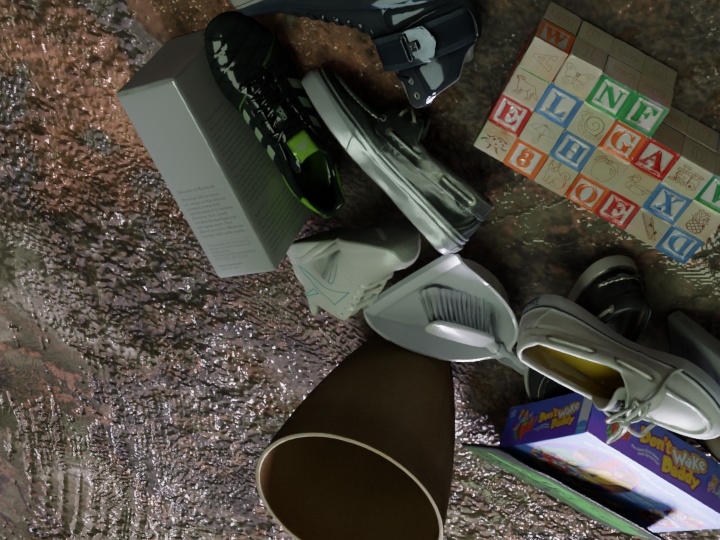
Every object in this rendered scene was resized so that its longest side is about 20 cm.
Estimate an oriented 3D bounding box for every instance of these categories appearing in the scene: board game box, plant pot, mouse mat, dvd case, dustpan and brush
[{"bbox_3d":[0.251,0.187,1.046,0.199,0.045,0.134,32,153,-19],"label":"board game box"},{"bbox_3d":[0.021,0.156,1.074,0.184,0.201,0.188,14,132,15],"label":"plant pot"},{"bbox_3d":[0.203,0.225,1.114,0.198,0.008,0.161,28,169,-4],"label":"mouse mat"},{"bbox_3d":[0.336,0.138,0.942,0.017,0.200,0.144,-25,124,-11],"label":"dvd case"},{"bbox_3d":[0.116,0.061,1.043,0.198,0.058,0.139,20,144,-34],"label":"dustpan and brush"}]

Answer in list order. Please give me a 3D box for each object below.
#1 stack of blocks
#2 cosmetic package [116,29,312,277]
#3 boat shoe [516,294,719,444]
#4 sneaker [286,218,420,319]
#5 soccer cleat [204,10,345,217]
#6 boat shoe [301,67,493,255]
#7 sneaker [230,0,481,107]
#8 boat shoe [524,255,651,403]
[{"bbox_3d":[0.204,-0.106,0.863,0.198,0.059,0.116,29,134,0],"label":"stack of blocks"},{"bbox_3d":[-0.126,-0.105,0.993,0.070,0.102,0.202,-7,124,30],"label":"cosmetic package"},{"bbox_3d":[0.218,0.101,0.918,0.200,0.087,0.075,32,135,-4],"label":"boat shoe"},{"bbox_3d":[0.000,0.000,0.997,0.200,0.070,0.081,-6,100,62],"label":"sneaker"},{"bbox_3d":[-0.066,-0.133,0.943,0.067,0.081,0.201,-34,124,-4],"label":"soccer cleat"},{"bbox_3d":[0.035,-0.107,0.943,0.071,0.072,0.200,-43,93,11],"label":"boat shoe"},{"bbox_3d":[0.000,-0.194,0.875,0.200,0.077,0.147,-8,121,29],"label":"sneaker"},{"bbox_3d":[0.208,0.076,1.002,0.073,0.061,0.201,4,135,-20],"label":"boat shoe"}]
